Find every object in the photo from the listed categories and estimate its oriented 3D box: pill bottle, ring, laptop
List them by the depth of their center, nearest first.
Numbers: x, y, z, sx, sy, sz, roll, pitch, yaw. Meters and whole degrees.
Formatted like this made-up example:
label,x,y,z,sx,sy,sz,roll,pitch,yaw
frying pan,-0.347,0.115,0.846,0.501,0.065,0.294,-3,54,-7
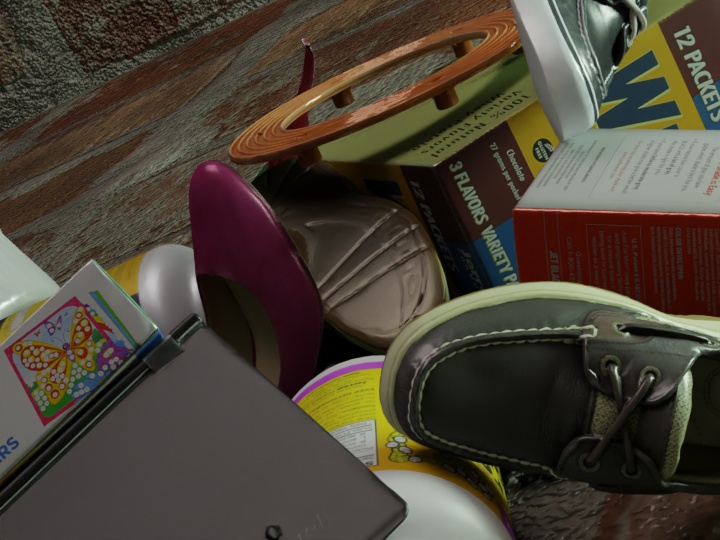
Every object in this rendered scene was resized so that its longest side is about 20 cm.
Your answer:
label,x,y,z,sx,sy,sz,roll,pitch,yaw
laptop,-0.093,0.125,0.672,0.187,0.116,0.200,-43,-7,-12
pill bottle,0.011,0.114,0.696,0.103,0.105,0.200,-26,16,7
ring,0.016,-0.103,1.006,0.199,0.019,0.201,-23,15,6
pill bottle,-0.143,0.051,1.146,0.198,0.113,0.112,-24,16,18

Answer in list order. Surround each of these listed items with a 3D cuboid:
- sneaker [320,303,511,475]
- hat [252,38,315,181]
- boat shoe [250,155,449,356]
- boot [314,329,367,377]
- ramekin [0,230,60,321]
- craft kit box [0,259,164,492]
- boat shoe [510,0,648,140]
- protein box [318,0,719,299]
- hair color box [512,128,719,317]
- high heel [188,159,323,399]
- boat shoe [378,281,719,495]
label,x,y,z,sx,sy,sz,roll,pitch,yaw
sneaker,0.067,0.052,0.823,0.198,0.091,0.076,-25,15,8
hat,-0.069,-0.072,1.283,0.198,0.177,0.166,-23,16,19
boat shoe,0.000,0.000,0.943,0.073,0.065,0.200,-35,36,-4
boot,-0.084,0.080,1.017,0.153,0.074,0.204,-10,27,45
ramekin,-0.298,0.062,1.251,0.201,0.097,0.201,-51,-16,-20
craft kit box,-0.162,0.094,0.749,0.198,0.048,0.200,-47,-6,-10
boat shoe,0.112,-0.133,0.881,0.067,0.072,0.201,-16,28,10
protein box,0.105,-0.053,1.002,0.198,0.136,0.200,-33,16,-17
hair color box,0.178,-0.019,0.787,0.198,0.062,0.102,2,27,24
high heel,-0.063,0.053,0.845,0.096,0.202,0.067,-32,21,-35
boat shoe,0.108,0.050,0.668,0.199,0.073,0.066,6,14,-21
